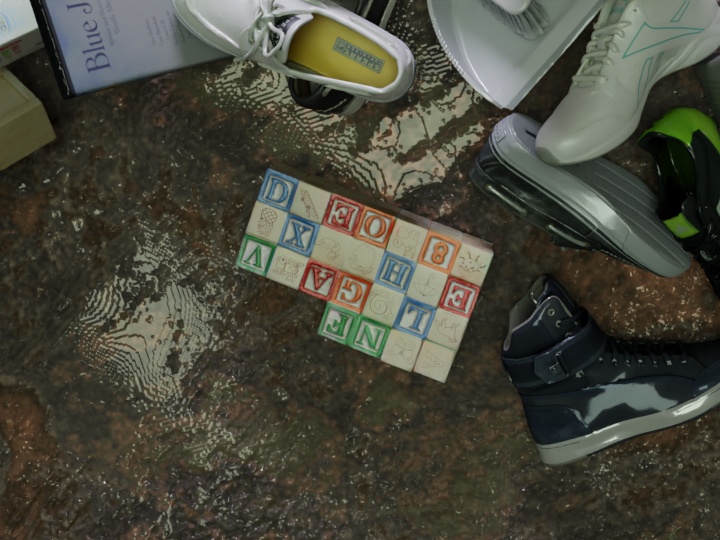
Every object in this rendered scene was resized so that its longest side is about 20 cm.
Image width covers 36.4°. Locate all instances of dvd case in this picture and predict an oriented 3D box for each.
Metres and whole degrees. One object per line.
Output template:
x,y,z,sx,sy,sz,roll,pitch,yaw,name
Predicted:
-0.164,-0.225,0.850,0.017,0.199,0.145,-7,104,52,dvd case

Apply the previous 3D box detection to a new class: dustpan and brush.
0.087,-0.242,0.865,0.140,0.057,0.200,-48,62,11,dustpan and brush

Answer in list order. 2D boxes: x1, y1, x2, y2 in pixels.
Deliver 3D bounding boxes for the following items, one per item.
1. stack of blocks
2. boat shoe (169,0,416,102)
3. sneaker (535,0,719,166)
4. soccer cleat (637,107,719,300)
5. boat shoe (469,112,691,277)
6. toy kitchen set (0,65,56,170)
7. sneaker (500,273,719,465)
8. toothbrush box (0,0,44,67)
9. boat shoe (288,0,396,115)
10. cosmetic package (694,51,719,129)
0.000,0.000,0.919,0.198,0.059,0.117,21,102,2,stack of blocks
-0.056,-0.176,0.811,0.200,0.086,0.075,26,101,2,boat shoe
0.195,-0.161,0.831,0.200,0.070,0.081,-45,124,-15,sneaker
0.276,-0.030,0.864,0.067,0.081,0.202,-25,90,52,soccer cleat
0.178,-0.052,0.890,0.199,0.072,0.071,34,133,-10,boat shoe
-0.373,-0.070,0.952,0.199,0.182,0.163,-35,53,-21,toy kitchen set
0.213,0.059,0.896,0.200,0.077,0.148,-24,99,11,sneaker
-0.288,-0.282,0.869,0.144,0.086,0.202,-27,98,-10,toothbrush box
-0.013,-0.225,0.872,0.073,0.060,0.203,25,106,33,boat shoe
0.337,-0.083,0.846,0.071,0.101,0.202,-24,97,9,cosmetic package
